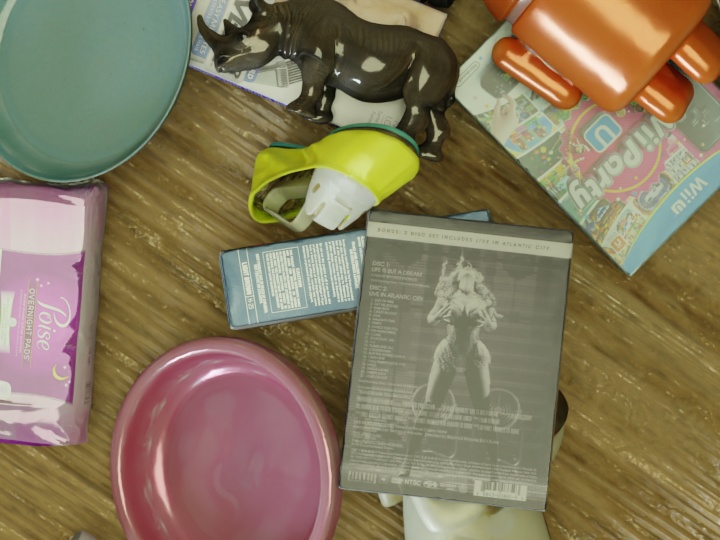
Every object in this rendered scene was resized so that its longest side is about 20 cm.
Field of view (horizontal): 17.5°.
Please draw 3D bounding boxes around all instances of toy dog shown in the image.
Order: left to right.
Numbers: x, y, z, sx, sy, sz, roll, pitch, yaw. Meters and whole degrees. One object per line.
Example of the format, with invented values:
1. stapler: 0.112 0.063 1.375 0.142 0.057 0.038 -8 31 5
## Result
1. toy dog: 0.093 0.167 1.715 0.193 0.140 0.201 9 91 -7

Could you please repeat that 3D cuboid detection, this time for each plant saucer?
1. plant saucer: -0.203 -0.162 1.717 0.200 0.027 0.201 -4 81 27
2. plant saucer: -0.092 0.148 1.720 0.200 0.051 0.201 2 93 31

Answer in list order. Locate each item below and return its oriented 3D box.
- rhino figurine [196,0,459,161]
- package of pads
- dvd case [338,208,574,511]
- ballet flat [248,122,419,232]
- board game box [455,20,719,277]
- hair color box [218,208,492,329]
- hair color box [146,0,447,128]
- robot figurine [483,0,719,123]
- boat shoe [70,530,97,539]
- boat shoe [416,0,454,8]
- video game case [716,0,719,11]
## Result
1. rhino figurine: -0.023 -0.149 1.677 0.199 0.060 0.088 19 89 1
2. package of pads: -0.254 0.027 1.736 0.120 0.076 0.201 5 92 1
3. dvd case: 0.068 0.063 1.658 0.148 0.016 0.201 6 84 1
4. ballet flat: -0.024 -0.060 1.679 0.067 0.200 0.067 34 73 -24
5. board game box: 0.181 -0.118 1.740 0.148 0.064 0.200 -45 92 2
6. hair color box: 0.000 0.000 1.724 0.199 0.100 0.061 -8 89 0
7. hair color box: -0.047 -0.176 1.737 0.199 0.065 0.110 22 91 -3
8. robot figurine: 0.167 -0.193 1.650 0.200 0.144 0.117 40 63 0
9. boat shoe: -0.233 0.293 1.752 0.066 0.070 0.200 28 92 -9
10. boat shoe: 0.106 -0.278 1.728 0.063 0.074 0.202 31 87 7
11. video game case: 0.299 -0.117 1.701 0.019 0.143 0.201 -20 92 14
